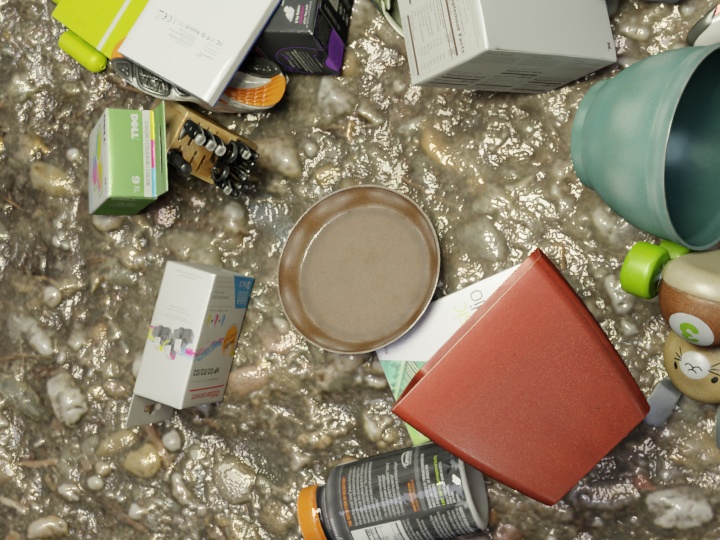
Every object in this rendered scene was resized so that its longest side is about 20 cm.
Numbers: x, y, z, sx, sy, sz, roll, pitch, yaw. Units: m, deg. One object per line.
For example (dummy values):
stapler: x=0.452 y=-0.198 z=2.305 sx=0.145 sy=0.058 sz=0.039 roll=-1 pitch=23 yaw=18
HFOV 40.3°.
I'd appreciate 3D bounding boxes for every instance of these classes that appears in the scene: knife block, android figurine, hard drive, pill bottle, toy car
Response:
knife block: x=-0.203 y=-0.154 z=1.137 sx=0.200 sy=0.176 sz=0.064 roll=32 pitch=96 yaw=16
android figurine: x=-0.311 y=-0.340 z=1.249 sx=0.200 sy=0.041 sz=0.182 roll=35 pitch=97 yaw=16
hard drive: x=-0.161 y=-0.294 z=1.074 sx=0.132 sy=0.025 sz=0.200 roll=31 pitch=87 yaw=19
pill bottle: x=0.033 y=0.254 z=1.083 sx=0.200 sy=0.106 sz=0.106 roll=-16 pitch=83 yaw=15
toy car: x=0.348 y=0.083 z=0.986 sx=0.164 sy=0.158 sz=0.200 roll=22 pitch=111 yaw=36

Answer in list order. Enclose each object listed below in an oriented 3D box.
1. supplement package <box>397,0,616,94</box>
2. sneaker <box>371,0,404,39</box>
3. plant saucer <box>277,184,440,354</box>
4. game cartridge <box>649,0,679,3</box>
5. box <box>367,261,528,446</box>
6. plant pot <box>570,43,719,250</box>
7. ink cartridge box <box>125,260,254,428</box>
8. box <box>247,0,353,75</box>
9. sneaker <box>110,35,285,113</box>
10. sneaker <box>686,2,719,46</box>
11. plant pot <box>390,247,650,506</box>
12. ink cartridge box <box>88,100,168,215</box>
supplement package: x=0.149 y=-0.277 z=1.015 sx=0.111 sy=0.200 sz=0.156 roll=-16 pitch=82 yaw=50
sneaker: x=0.045 y=-0.320 z=1.117 sx=0.067 sy=0.090 sz=0.200 roll=-40 pitch=77 yaw=12
plant saucer: x=0.000 y=0.000 z=1.127 sx=0.200 sy=0.032 sz=0.201 roll=-6 pitch=73 yaw=22
game cartridge: x=0.291 y=-0.385 z=1.037 sx=0.133 sy=0.042 sz=0.200 roll=-1 pitch=79 yaw=-17
box: x=0.124 y=0.095 z=1.101 sx=0.200 sy=0.036 sz=0.145 roll=-25 pitch=80 yaw=15
plant pot: x=0.300 y=-0.132 z=0.994 sx=0.134 sy=0.200 sz=0.201 roll=17 pitch=92 yaw=44
ink cartridge box: x=-0.199 y=0.094 z=1.155 sx=0.068 sy=0.115 sz=0.200 roll=16 pitch=92 yaw=17
box: x=-0.123 y=-0.302 z=1.144 sx=0.200 sy=0.122 sz=0.106 roll=6 pitch=80 yaw=16
sneaker: x=-0.193 y=-0.219 z=1.153 sx=0.200 sy=0.092 sz=0.076 roll=13 pitch=80 yaw=-12
sneaker: x=0.449 y=-0.251 z=1.006 sx=0.201 sy=0.067 sz=0.108 roll=-27 pitch=78 yaw=11
plant pot: x=0.172 y=0.111 z=0.977 sx=0.176 sy=0.200 sz=0.200 roll=43 pitch=100 yaw=4
ink cartridge box: x=-0.277 y=-0.129 z=1.152 sx=0.059 sy=0.200 sz=0.104 roll=0 pitch=86 yaw=-23
